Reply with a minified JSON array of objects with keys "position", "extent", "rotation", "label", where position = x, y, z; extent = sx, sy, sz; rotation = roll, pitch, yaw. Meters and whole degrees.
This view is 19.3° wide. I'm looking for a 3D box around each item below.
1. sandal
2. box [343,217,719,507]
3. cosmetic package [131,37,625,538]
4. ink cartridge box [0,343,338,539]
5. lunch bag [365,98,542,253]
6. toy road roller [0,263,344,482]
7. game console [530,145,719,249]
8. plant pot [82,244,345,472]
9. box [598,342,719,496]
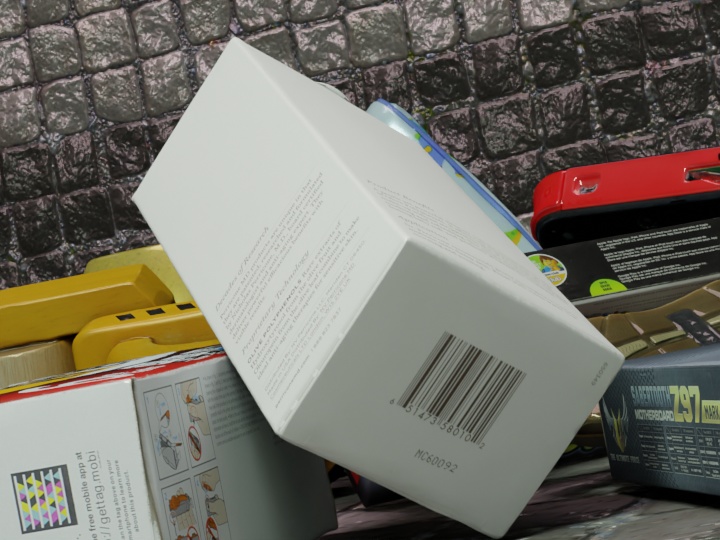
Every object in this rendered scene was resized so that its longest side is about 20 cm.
[{"position":[0.157,0.046,0.892],"extent":[0.199,0.054,0.080],"rotation":[-12,36,-23],"label":"sandal"},{"position":[0.093,0.038,0.943],"extent":[0.199,0.035,0.110],"rotation":[-10,-44,-22],"label":"box"},{"position":[0.000,0.000,0.788],"extent":[0.107,0.085,0.200],"rotation":[28,11,-29],"label":"cosmetic package"},{"position":[-0.121,0.083,0.771],"extent":[0.175,0.084,0.200],"rotation":[-11,0,14],"label":"ink cartridge box"},{"position":[0.037,0.009,1.065],"extent":[0.082,0.161,0.200],"rotation":[-42,-9,-8],"label":"lunch bag"},{"position":[-0.103,0.068,1.023],"extent":[0.199,0.123,0.146],"rotation":[-10,10,5],"label":"toy road roller"},{"position":[0.203,-0.001,1.103],"extent":[0.200,0.031,0.177],"rotation":[-6,-37,36],"label":"game console"},{"position":[-0.094,0.055,1.214],"extent":[0.199,0.142,0.200],"rotation":[-11,0,0],"label":"plant pot"},{"position":[0.184,0.041,0.742],"extent":[0.157,0.051,0.200],"rotation":[-10,-2,-10],"label":"box"}]
